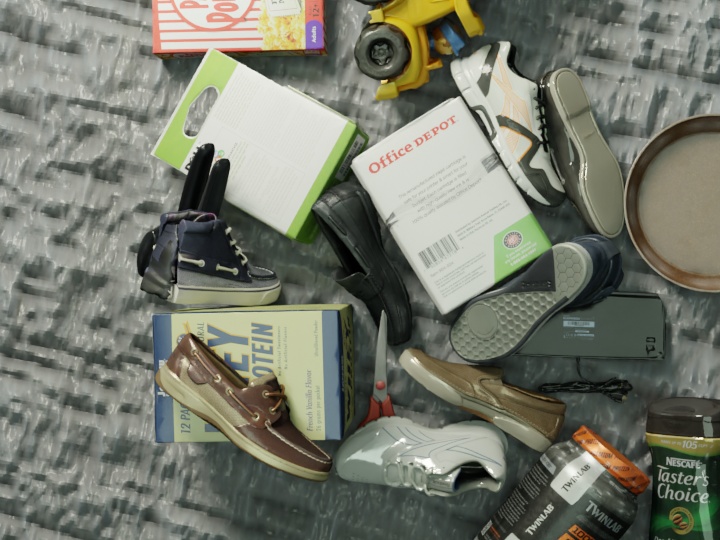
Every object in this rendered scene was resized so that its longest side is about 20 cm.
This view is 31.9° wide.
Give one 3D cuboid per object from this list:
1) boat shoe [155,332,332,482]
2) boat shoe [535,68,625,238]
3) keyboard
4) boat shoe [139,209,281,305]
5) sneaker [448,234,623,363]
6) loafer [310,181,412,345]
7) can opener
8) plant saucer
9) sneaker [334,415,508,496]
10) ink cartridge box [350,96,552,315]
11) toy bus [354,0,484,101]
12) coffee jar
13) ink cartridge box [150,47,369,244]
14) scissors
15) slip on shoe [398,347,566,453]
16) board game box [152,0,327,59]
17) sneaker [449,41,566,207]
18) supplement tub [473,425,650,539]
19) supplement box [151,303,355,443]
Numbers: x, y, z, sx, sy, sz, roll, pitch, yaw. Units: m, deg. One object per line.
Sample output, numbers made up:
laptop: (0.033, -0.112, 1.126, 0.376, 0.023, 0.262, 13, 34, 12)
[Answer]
boat shoe: (-0.104, 0.133, 1.242, 0.200, 0.072, 0.072, 34, 95, 8)
boat shoe: (0.245, -0.130, 1.431, 0.067, 0.057, 0.201, -21, 93, -32)
keyboard: (0.249, 0.087, 1.443, 0.199, 0.021, 0.128, 2, 84, 5)
boat shoe: (-0.150, -0.015, 1.382, 0.074, 0.200, 0.093, 20, 101, 32)
sneaker: (0.203, 0.031, 1.405, 0.202, 0.146, 0.077, -37, 79, 33)
loafer: (0.000, 0.000, 1.413, 0.070, 0.068, 0.201, -30, 111, -23)
can opener: (-0.186, -0.058, 1.409, 0.063, 0.079, 0.200, 43, 131, 11)
plant saucer: (0.397, -0.075, 1.425, 0.199, 0.034, 0.201, 0, 89, 3)
sneaker: (0.070, 0.212, 1.405, 0.199, 0.087, 0.075, -4, 118, -1)
ink cartridge box: (0.101, -0.072, 1.419, 0.145, 0.084, 0.200, -31, 88, 3)
toy bus: (0.080, -0.300, 1.380, 0.191, 0.136, 0.201, -8, 106, 4)
coffee jar: (0.370, 0.241, 1.392, 0.104, 0.085, 0.201, -2, 89, 42)
ink cartridge box: (-0.113, -0.143, 1.440, 0.200, 0.076, 0.148, 30, 92, 13)
scissors: (0.016, 0.141, 1.422, 0.073, 0.014, 0.201, -13, 115, 1)
slip on shoe: (0.140, 0.132, 1.421, 0.199, 0.076, 0.061, 30, 97, 1)
board game box: (-0.139, -0.324, 1.454, 0.199, 0.046, 0.152, -1, 90, 4)
sneaker: (0.178, -0.163, 1.393, 0.080, 0.074, 0.201, -31, 90, 14)
supplement tub: (0.220, 0.278, 1.391, 0.122, 0.123, 0.200, 38, 95, 3)
supplement box: (-0.110, 0.107, 1.376, 0.199, 0.200, 0.135, -2, 90, 4)
